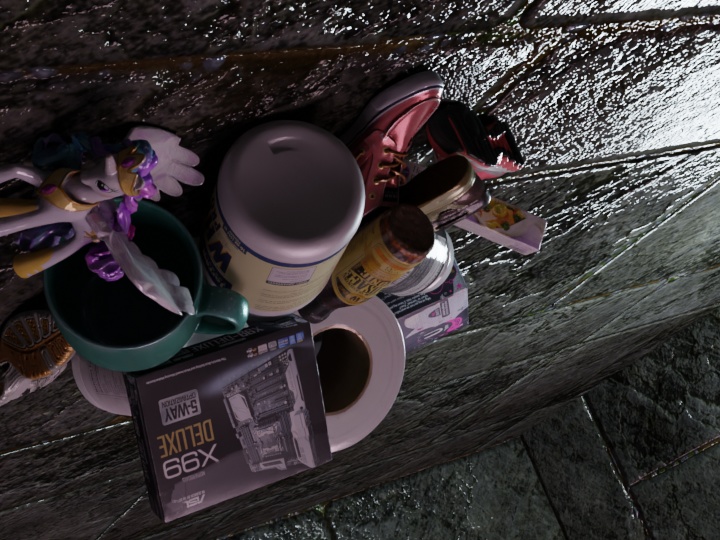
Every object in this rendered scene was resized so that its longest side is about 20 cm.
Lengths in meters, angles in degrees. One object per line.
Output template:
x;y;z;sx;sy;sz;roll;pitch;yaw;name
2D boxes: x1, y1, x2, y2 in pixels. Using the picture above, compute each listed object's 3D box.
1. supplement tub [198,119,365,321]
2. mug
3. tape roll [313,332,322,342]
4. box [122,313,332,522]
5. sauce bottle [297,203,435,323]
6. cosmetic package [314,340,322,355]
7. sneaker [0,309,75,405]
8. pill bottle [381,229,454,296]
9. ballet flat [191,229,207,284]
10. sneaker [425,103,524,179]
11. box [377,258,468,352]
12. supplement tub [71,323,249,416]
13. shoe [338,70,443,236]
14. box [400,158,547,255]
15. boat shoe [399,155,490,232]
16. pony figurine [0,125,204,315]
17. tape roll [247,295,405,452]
-0.084;-0.042;1.291;0.143;0.147;0.200;-17;162;-22;supplement tub
-0.217;0.031;1.264;0.152;0.185;0.115;-41;169;-17;mug
-0.089;0.066;1.730;0.197;0.086;0.200;-22;164;-6;tape roll
-0.135;0.149;1.341;0.197;0.160;0.050;-16;-163;-26;box
0.000;0.000;1.371;0.065;0.067;0.200;-10;160;-39;sauce bottle
-0.064;0.150;1.727;0.197;0.086;0.108;-14;159;-28;cosmetic package
-0.361;0.088;1.460;0.199;0.077;0.087;-29;174;41;sneaker
0.040;-0.030;1.558;0.115;0.118;0.200;-28;164;16;pill bottle
-0.206;0.004;1.407;0.197;0.070;0.070;-17;162;-25;ballet flat
0.113;-0.125;1.444;0.086;0.075;0.199;-30;163;24;sneaker
0.074;0.029;1.788;0.130;0.116;0.200;-23;164;-2;box
-0.218;0.100;1.443;0.131;0.134;0.198;-9;-175;-41;supplement tub
0.027;-0.113;1.324;0.071;0.092;0.199;-6;156;-47;shoe
0.115;-0.072;1.460;0.197;0.039;0.041;22;166;-13;box
0.052;-0.054;1.397;0.199;0.072;0.066;-27;123;34;boat shoe
-0.228;-0.048;1.110;0.197;0.169;0.193;-13;160;20;pony figurine
-0.063;0.100;1.551;0.200;0.206;0.139;-16;-159;-24;tape roll
